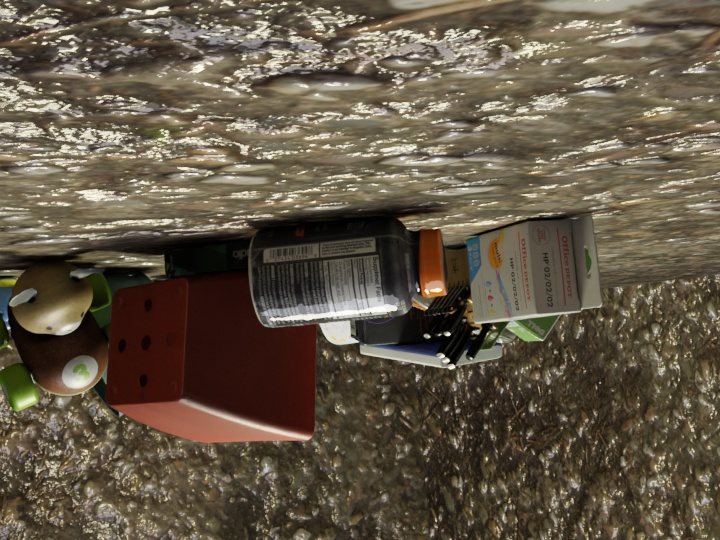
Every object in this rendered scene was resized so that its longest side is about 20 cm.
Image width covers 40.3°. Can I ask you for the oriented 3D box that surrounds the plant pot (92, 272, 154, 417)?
[{"bbox_3d":[-0.334,0.085,1.371,0.134,0.200,0.200,-32,-173,-22],"label":"plant pot"}]

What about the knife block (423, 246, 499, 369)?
[{"bbox_3d":[0.182,0.054,1.462,0.200,0.176,0.064,-2,175,-38],"label":"knife block"}]

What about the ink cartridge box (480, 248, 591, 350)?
[{"bbox_3d":[0.259,0.051,1.446,0.059,0.200,0.104,35,174,-1],"label":"ink cartridge box"}]

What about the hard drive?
[{"bbox_3d":[0.111,0.126,1.584,0.132,0.025,0.200,-6,-174,-37],"label":"hard drive"}]

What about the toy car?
[{"bbox_3d":[-0.355,0.053,1.155,0.164,0.158,0.200,-24,167,-27],"label":"toy car"}]

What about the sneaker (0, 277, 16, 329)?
[{"bbox_3d":[-0.537,0.056,1.342,0.200,0.079,0.066,-7,177,38],"label":"sneaker"}]

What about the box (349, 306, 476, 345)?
[{"bbox_3d":[0.087,0.051,1.601,0.200,0.122,0.106,-3,-176,-13],"label":"box"}]

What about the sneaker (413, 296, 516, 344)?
[{"bbox_3d":[0.167,0.046,1.527,0.200,0.092,0.076,26,177,-15],"label":"sneaker"}]

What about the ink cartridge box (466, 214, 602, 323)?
[{"bbox_3d":[0.211,0.001,1.220,0.068,0.115,0.200,-4,174,-23],"label":"ink cartridge box"}]

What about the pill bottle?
[{"bbox_3d":[-0.010,0.000,1.031,0.200,0.106,0.106,-5,175,8],"label":"pill bottle"}]

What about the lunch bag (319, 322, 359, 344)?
[{"bbox_3d":[0.015,0.065,1.771,0.169,0.127,0.200,-8,168,12],"label":"lunch bag"}]

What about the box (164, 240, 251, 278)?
[{"bbox_3d":[-0.114,-0.014,1.182,0.200,0.036,0.144,-8,175,17],"label":"box"}]

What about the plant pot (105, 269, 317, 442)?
[{"bbox_3d":[-0.183,0.094,1.142,0.200,0.200,0.176,-9,164,39],"label":"plant pot"}]
